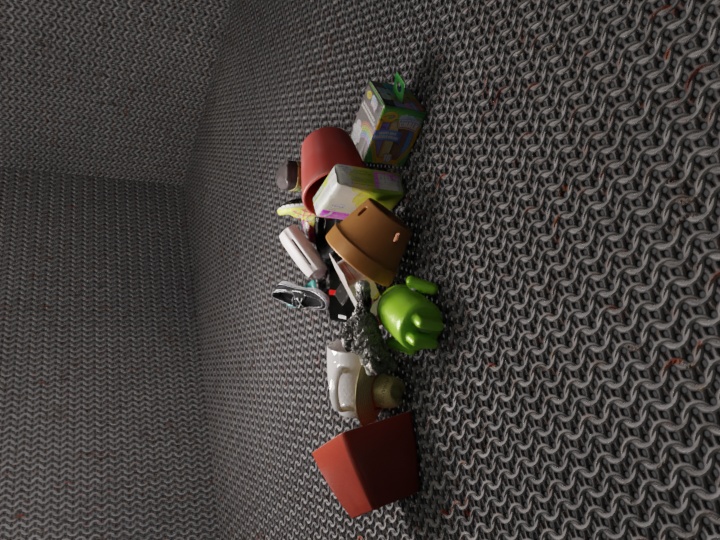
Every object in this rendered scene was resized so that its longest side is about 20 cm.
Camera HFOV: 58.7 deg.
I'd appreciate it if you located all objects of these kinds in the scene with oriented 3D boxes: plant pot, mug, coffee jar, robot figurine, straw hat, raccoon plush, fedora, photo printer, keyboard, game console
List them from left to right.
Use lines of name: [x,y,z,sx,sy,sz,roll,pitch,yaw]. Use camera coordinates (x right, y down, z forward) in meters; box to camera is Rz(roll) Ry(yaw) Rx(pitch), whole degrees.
photo printer: [-0.172,-0.053,1.936,0.167,0.069,0.200,53,179,4]
coffee jar: [-0.149,-0.276,1.915,0.104,0.197,0.087,-1,86,63]
plant pot: [-0.074,-0.269,1.708,0.201,0.197,0.180,-56,41,46]
fedora: [-0.065,-0.122,1.852,0.200,0.090,0.205,-177,90,-68]
game console: [-0.042,0.062,1.866,0.199,0.030,0.181,-178,87,-64]
mug: [-0.024,0.284,1.628,0.145,0.199,0.179,3,99,24]
keyboard: [0.000,0.000,1.736,0.202,0.039,0.104,-56,28,10]
raccoon plush: [0.018,0.140,1.434,0.134,0.095,0.203,35,139,54]
plant pot: [0.028,0.469,1.515,0.200,0.197,0.179,-48,57,52]
plant pot: [0.034,-0.078,1.551,0.141,0.199,0.201,-52,37,11]
straw hat: [0.063,0.292,1.541,0.084,0.200,0.205,4,92,23]
robot figurine: [0.109,0.104,1.450,0.200,0.114,0.179,39,116,59]

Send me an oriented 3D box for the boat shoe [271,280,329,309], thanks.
boat shoe: [-0.189,0.088,2.009,0.197,0.068,0.073,18,128,23]

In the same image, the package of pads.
package of pads: [-0.002,-0.190,1.609,0.155,0.197,0.069,-48,45,51]

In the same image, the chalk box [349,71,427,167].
chalk box: [0.073,-0.376,1.562,0.202,0.122,0.126,-65,33,36]

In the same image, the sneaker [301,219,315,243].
sneaker: [-0.154,-0.191,2.051,0.088,0.080,0.204,19,104,61]

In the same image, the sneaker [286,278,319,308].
sneaker: [-0.185,0.084,2.091,0.200,0.078,0.079,-39,53,56]

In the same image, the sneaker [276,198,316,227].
sneaker: [-0.160,-0.173,1.961,0.078,0.196,0.092,-70,-23,-71]

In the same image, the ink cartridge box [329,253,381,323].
ink cartridge box: [-0.001,0.039,1.619,0.117,0.067,0.202,52,171,52]
